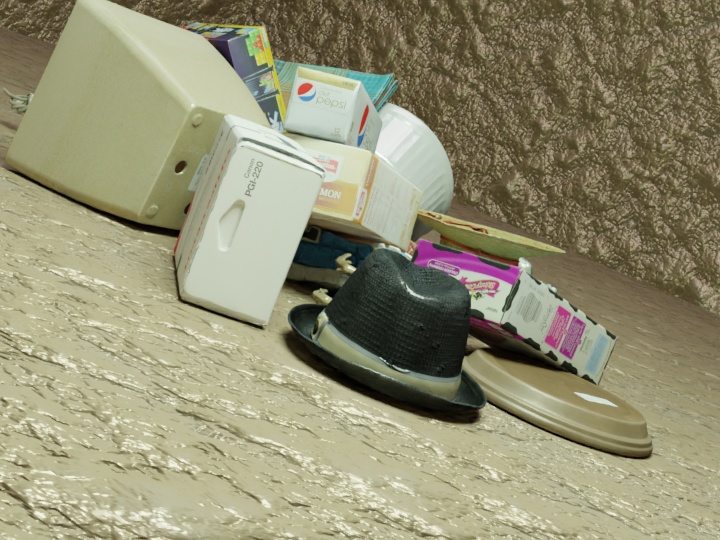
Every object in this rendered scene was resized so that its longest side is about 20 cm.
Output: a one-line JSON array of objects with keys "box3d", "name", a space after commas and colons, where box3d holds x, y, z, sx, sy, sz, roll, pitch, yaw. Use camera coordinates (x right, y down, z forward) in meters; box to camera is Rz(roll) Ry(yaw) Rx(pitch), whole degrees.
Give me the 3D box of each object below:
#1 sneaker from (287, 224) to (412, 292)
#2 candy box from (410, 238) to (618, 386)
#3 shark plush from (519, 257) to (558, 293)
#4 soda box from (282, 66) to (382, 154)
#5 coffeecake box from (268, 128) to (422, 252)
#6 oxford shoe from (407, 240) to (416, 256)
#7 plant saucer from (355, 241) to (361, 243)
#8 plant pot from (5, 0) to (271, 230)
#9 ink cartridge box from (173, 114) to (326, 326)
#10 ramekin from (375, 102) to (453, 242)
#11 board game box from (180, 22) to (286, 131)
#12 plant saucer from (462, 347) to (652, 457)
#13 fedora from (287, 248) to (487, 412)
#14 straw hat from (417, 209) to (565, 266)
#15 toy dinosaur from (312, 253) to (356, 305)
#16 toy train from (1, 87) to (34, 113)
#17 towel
[{"box3d": [0.000, 0.000, 1.391, 0.199, 0.075, 0.087, 24, 2, 14], "name": "sneaker"}, {"box3d": [0.150, 0.045, 1.318, 0.136, 0.061, 0.200, 18, -8, 44], "name": "candy box"}, {"box3d": [0.244, 0.047, 1.749, 0.199, 0.091, 0.083, 20, -24, 26], "name": "shark plush"}, {"box3d": [-0.025, -0.151, 1.359, 0.068, 0.064, 0.200, 14, -3, 8], "name": "soda box"}, {"box3d": [-0.039, -0.084, 1.362, 0.152, 0.074, 0.200, 14, -4, 19], "name": "coffeecake box"}, {"box3d": [0.070, 0.020, 1.512, 0.074, 0.071, 0.200, 41, -2, -29], "name": "oxford shoe"}, {"box3d": [-0.048, -0.061, 1.565, 0.198, 0.038, 0.200, 2, 8, 0], "name": "plant saucer"}, {"box3d": [-0.216, -0.144, 1.392, 0.177, 0.201, 0.199, 37, 15, 32], "name": "plant pot"}, {"box3d": [-0.103, -0.050, 1.166, 0.084, 0.147, 0.200, 20, 8, -11], "name": "ink cartridge box"}, {"box3d": [0.010, -0.107, 1.683, 0.199, 0.202, 0.098, 24, 40, 18], "name": "ramekin"}, {"box3d": [-0.153, -0.189, 1.568, 0.056, 0.201, 0.165, -25, 23, -28], "name": "board game box"}, {"box3d": [0.182, 0.118, 1.224, 0.199, 0.030, 0.200, 22, 7, -3], "name": "plant saucer"}, {"box3d": [0.036, 0.039, 1.090, 0.199, 0.092, 0.201, 23, 10, -4], "name": "fedora"}, {"box3d": [0.137, -0.009, 1.565, 0.199, 0.086, 0.201, 16, 5, -1], "name": "straw hat"}, {"box3d": [0.007, 0.028, 1.259, 0.101, 0.059, 0.199, 28, 10, 35], "name": "toy dinosaur"}, {"box3d": [-0.365, -0.188, 1.683, 0.199, 0.085, 0.115, 28, 0, 42], "name": "toy train"}, {"box3d": [-0.070, -0.212, 1.660, 0.199, 0.147, 0.022, 13, -41, 29], "name": "towel"}]
